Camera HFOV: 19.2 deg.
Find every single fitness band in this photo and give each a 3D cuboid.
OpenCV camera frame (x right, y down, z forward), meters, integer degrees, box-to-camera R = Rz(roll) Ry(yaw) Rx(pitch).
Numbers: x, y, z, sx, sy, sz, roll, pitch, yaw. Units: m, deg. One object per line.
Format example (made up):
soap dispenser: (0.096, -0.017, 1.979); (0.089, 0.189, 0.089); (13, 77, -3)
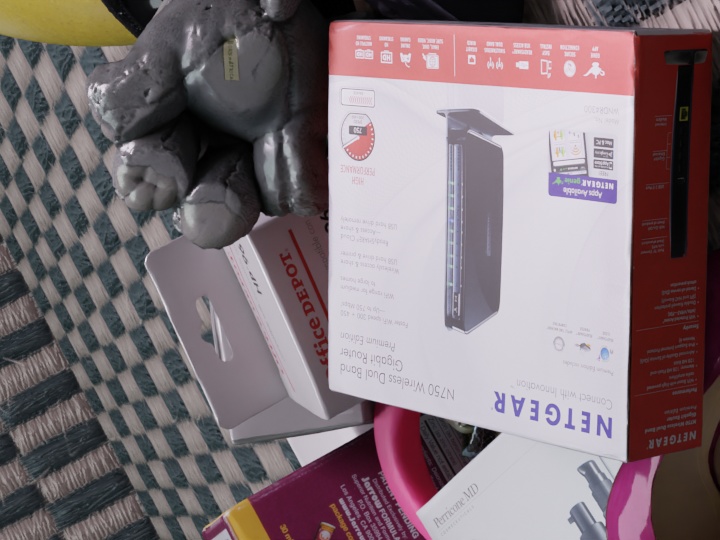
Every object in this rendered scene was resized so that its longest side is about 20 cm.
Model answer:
fitness band: (0.084, 0.104, 1.224); (0.200, 0.037, 0.144); (-20, 98, 51)

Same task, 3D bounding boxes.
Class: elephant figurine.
elephant figurine: (-0.066, -0.108, 1.104); (0.200, 0.155, 0.142); (-79, -35, -66)

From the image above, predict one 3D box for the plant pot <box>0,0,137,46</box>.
plant pot: (-0.155, -0.222, 1.345); (0.142, 0.200, 0.200); (26, 150, 20)

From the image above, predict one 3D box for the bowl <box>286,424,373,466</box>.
bowl: (0.000, 0.109, 1.564); (0.200, 0.075, 0.200); (60, 165, 10)

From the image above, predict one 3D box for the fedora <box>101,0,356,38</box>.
fedora: (-0.068, -0.186, 1.191); (0.200, 0.092, 0.201); (20, 152, 11)

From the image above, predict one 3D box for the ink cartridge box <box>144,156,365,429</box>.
ink cartridge box: (0.000, 0.000, 1.140); (0.116, 0.200, 0.068); (66, 164, -16)

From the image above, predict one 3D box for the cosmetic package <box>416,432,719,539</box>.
cosmetic package: (0.130, 0.132, 1.070); (0.151, 0.052, 0.200); (59, 136, 18)

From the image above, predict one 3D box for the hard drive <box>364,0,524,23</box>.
hard drive: (-0.017, -0.174, 1.027); (0.200, 0.042, 0.135); (31, 179, -30)

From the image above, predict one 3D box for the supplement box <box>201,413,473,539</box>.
supplement box: (0.012, 0.157, 1.366); (0.103, 0.200, 0.131); (61, 164, 6)

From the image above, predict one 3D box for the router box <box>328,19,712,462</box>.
router box: (0.066, -0.021, 0.952); (0.200, 0.049, 0.180); (9, 102, 50)

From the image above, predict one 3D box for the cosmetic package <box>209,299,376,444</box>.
cosmetic package: (-0.036, 0.050, 1.317); (0.200, 0.090, 0.107); (74, -173, -84)

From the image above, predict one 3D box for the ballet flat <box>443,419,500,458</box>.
ballet flat: (0.041, 0.026, 1.304); (0.200, 0.074, 0.074); (59, 164, 13)

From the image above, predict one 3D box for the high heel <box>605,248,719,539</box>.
high heel: (0.157, 0.089, 0.931); (0.096, 0.067, 0.200); (-170, 74, -64)
